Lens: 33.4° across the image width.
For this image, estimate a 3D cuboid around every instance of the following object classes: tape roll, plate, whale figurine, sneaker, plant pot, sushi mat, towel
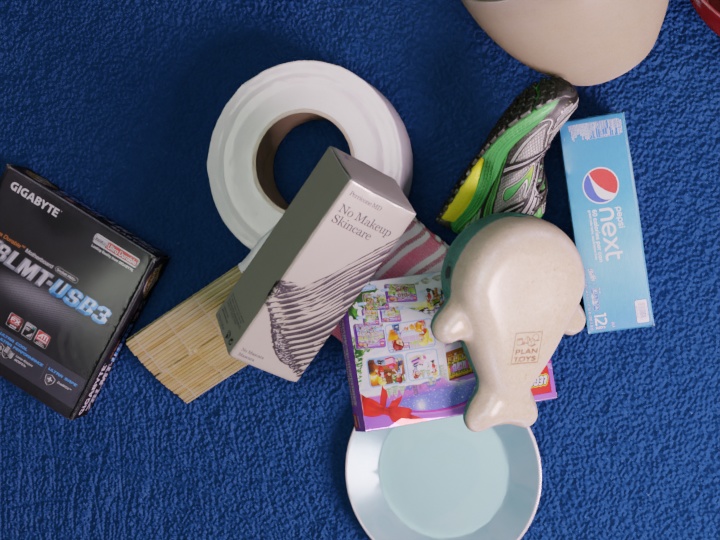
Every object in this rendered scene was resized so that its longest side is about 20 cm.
[{"bbox_3d":[-0.048,-0.104,1.200,0.200,0.071,0.205,0,91,11],"label":"tape roll"},{"bbox_3d":[0.083,0.201,1.202,0.198,0.026,0.202,0,92,11],"label":"plate"},{"bbox_3d":[0.129,0.045,1.102,0.158,0.104,0.202,-4,108,-23],"label":"whale figurine"},{"bbox_3d":[0.152,-0.100,1.134,0.085,0.078,0.201,32,134,0],"label":"sneaker"},{"bbox_3d":[0.203,-0.251,1.100,0.199,0.201,0.135,-27,122,11],"label":"plant pot"},{"bbox_3d":[-0.138,0.058,1.213,0.199,0.012,0.096,-32,114,23],"label":"sushi mat"},{"bbox_3d":[0.000,0.000,1.151,0.146,0.030,0.200,-44,125,11],"label":"towel"}]

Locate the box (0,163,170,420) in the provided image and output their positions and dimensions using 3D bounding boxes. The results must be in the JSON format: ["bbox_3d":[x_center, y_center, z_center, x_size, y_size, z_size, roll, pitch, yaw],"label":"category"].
[{"bbox_3d":[-0.333,0.022,1.274,0.199,0.050,0.200,31,98,9],"label":"box"}]

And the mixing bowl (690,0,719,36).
[{"bbox_3d":[0.372,-0.273,1.076,0.198,0.108,0.202,-1,76,4],"label":"mixing bowl"}]

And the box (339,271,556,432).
[{"bbox_3d":[0.082,0.070,1.144,0.198,0.039,0.138,-7,86,-17],"label":"box"}]

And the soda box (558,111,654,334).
[{"bbox_3d":[0.233,-0.045,1.142,0.063,0.068,0.202,-7,90,10],"label":"soda box"}]

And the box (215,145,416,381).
[{"bbox_3d":[-0.043,-0.004,1.080,0.082,0.069,0.201,23,112,-30],"label":"box"}]
